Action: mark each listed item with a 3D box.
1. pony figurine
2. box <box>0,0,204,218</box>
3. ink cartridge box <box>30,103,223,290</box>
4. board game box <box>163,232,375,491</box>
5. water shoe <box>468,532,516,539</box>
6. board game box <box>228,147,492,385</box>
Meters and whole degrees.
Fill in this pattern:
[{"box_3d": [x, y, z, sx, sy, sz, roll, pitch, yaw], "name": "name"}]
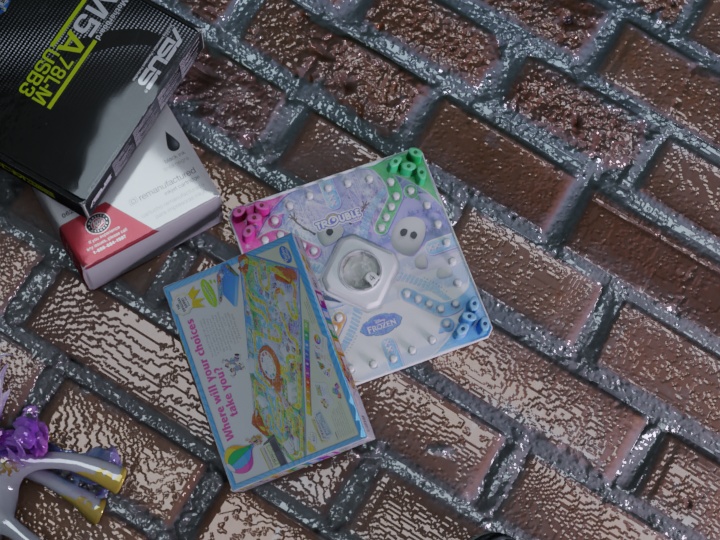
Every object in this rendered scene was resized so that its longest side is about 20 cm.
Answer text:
[{"box_3d": [-0.311, 0.171, 1.264, 0.200, 0.167, 0.193, 23, 82, -14], "name": "pony figurine"}, {"box_3d": [-0.273, -0.178, 1.313, 0.193, 0.048, 0.200, 30, 75, 8], "name": "box"}, {"box_3d": [-0.239, -0.107, 1.363, 0.147, 0.083, 0.200, -30, 79, -11], "name": "ink cartridge box"}, {"box_3d": [-0.084, 0.083, 1.330, 0.134, 0.034, 0.200, -22, 78, 9], "name": "board game box"}, {"box_3d": [0.072, 0.312, 1.278, 0.071, 0.079, 0.200, 32, 75, 5], "name": "water shoe"}, {"box_3d": [0.000, 0.000, 1.383, 0.200, 0.026, 0.200, -19, 78, -8], "name": "board game box"}]
